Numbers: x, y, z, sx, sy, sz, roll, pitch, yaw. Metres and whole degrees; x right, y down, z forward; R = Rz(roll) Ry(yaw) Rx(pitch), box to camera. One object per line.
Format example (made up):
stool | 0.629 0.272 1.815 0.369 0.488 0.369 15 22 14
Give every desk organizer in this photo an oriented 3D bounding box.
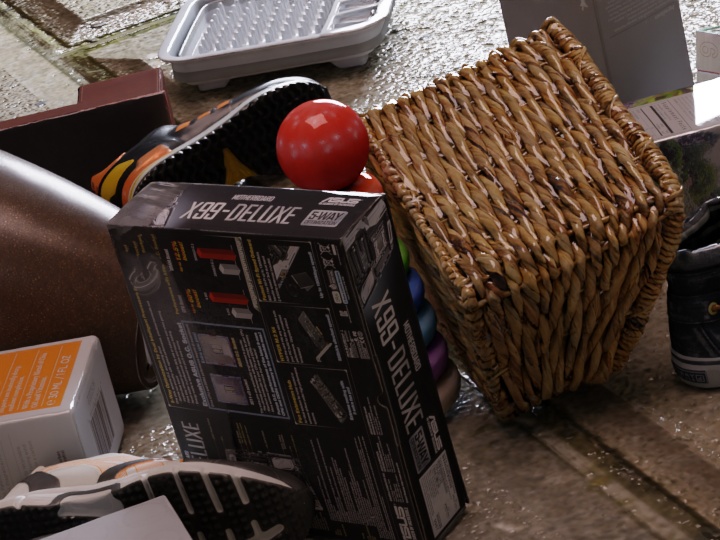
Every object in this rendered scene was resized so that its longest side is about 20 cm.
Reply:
desk organizer | -0.240 -0.094 1.931 0.198 0.072 0.077 -13 22 0

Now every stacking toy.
stacking toy | -0.002 -0.005 1.456 0.085 0.201 0.086 -12 26 6

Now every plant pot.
plant pot | -0.218 0.011 1.594 0.198 0.188 0.187 11 31 15

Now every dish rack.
dish rack | -0.062 -0.204 2.107 0.198 0.044 0.172 -8 26 11

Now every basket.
basket | 0.104 -0.024 1.488 0.148 0.143 0.200 -26 43 -6

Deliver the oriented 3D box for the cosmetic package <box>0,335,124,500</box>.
cosmetic package | -0.251 0.106 1.505 0.198 0.072 0.102 -10 25 8

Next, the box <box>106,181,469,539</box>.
box | -0.039 0.052 1.357 0.157 0.201 0.050 4 33 34

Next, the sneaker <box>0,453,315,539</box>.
sneaker | -0.117 0.128 1.390 0.198 0.074 0.080 -4 24 19

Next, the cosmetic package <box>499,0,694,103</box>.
cosmetic package | 0.162 -0.166 1.726 0.090 0.202 0.106 -27 25 -32

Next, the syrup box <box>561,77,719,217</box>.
syrup box | 0.190 -0.062 1.630 0.198 0.079 0.082 -16 24 -5

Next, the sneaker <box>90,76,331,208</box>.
sneaker | -0.113 -0.097 1.869 0.199 0.070 0.090 -32 33 -31

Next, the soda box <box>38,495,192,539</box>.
soda box | -0.179 0.189 1.301 0.199 0.064 0.068 -18 25 -13

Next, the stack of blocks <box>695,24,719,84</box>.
stack of blocks | 0.320 -0.129 1.704 0.115 0.059 0.199 -15 20 -36

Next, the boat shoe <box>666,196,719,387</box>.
boat shoe | 0.261 -0.011 1.469 0.199 0.092 0.071 -27 28 -27
